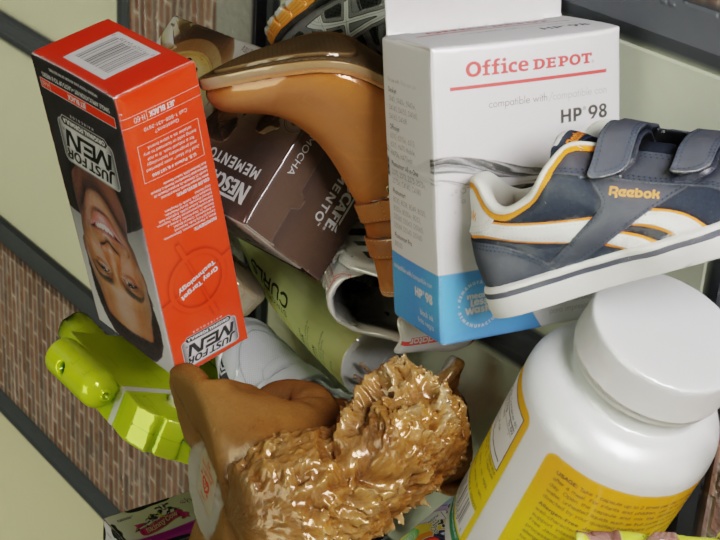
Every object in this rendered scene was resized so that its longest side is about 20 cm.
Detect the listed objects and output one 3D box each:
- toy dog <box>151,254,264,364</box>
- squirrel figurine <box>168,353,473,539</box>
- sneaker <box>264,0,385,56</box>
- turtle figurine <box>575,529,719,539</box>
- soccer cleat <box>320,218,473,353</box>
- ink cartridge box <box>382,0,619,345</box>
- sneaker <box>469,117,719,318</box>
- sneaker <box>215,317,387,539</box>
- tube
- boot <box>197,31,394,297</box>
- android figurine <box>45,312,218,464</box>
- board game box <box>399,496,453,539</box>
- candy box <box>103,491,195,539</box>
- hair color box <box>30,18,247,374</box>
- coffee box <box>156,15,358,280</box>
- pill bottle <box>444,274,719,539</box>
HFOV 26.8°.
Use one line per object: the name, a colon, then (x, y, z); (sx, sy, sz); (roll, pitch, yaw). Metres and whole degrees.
toy dog: (-0.146, -0.014, 1.132); (0.096, 0.132, 0.200); (47, 171, -28)
squirrel figurine: (-0.002, 0.117, 0.914); (0.199, 0.184, 0.144); (175, 89, -66)
sneaker: (0.004, -0.163, 0.948); (0.077, 0.078, 0.200); (50, 153, -5)
turtle figurine: (0.191, 0.143, 0.753); (0.065, 0.159, 0.202); (-79, -24, -70)
soccer cleat: (0.000, 0.000, 0.996); (0.199, 0.084, 0.069); (34, 128, 44)
ink cartridge box: (0.077, -0.072, 0.824); (0.067, 0.114, 0.203); (-146, 50, -64)
sneaker: (0.140, -0.039, 0.734); (0.198, 0.078, 0.080); (-17, 95, 25)
sneaker: (-0.027, 0.096, 1.083); (0.201, 0.075, 0.115); (55, 140, 20)
tube: (-0.041, 0.023, 1.088); (0.200, 0.051, 0.059); (41, 116, 50)
boot: (0.005, -0.060, 0.897); (0.197, 0.074, 0.157); (-1, 111, 10)
android figurine: (-0.151, 0.092, 1.166); (0.200, 0.181, 0.041); (37, 109, 45)
board game box: (0.037, 0.249, 0.956); (0.135, 0.199, 0.034); (50, 180, 30)
candy box: (-0.146, 0.283, 1.261); (0.061, 0.135, 0.202); (35, 128, 45)
hair color box: (-0.136, -0.044, 0.945); (0.101, 0.061, 0.202); (29, 139, 43)
coffee box: (-0.079, -0.087, 1.017); (0.199, 0.080, 0.114); (28, 83, 47)
pill bottle: (0.127, 0.099, 0.826); (0.113, 0.112, 0.201); (52, 139, 30)
